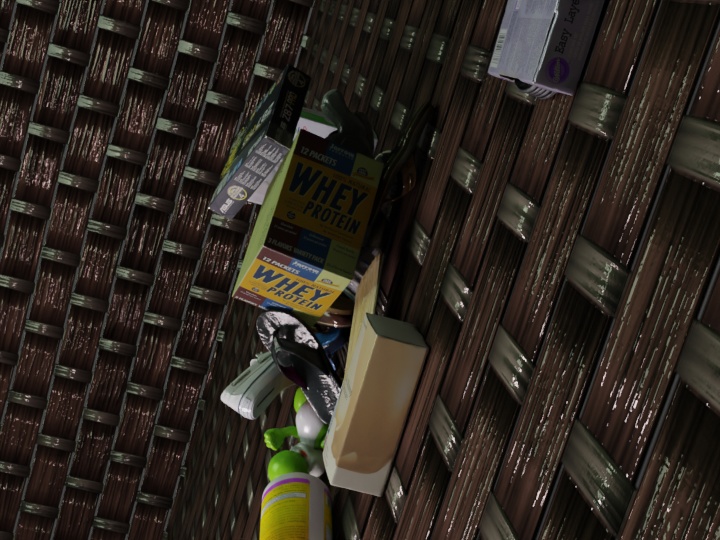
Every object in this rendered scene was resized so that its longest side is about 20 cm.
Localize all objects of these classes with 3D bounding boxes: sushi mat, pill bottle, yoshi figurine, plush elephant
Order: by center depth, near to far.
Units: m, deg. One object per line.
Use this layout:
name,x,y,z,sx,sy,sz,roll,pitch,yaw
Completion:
sushi mat,0.003,0.079,1.583,0.096,0.012,0.202,122,161,-53
pill bottle,-0.090,0.384,1.592,0.201,0.103,0.105,-93,21,-57
yoshi figurine,-0.087,0.254,1.748,0.112,0.111,0.202,-159,81,-72
plush elephant,-0.026,-0.161,1.839,0.165,0.199,0.155,-54,-9,-20

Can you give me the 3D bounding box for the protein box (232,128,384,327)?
protein box,-0.078,-0.057,1.671,0.200,0.134,0.200,130,158,-61

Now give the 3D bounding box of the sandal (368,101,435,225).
sandal,0.062,-0.150,1.674,0.201,0.054,0.082,-60,11,1

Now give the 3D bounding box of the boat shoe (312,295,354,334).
boat shoe,-0.068,0.067,1.846,0.200,0.070,0.071,23,108,60

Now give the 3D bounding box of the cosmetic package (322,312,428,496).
cosmetic package,0.016,0.166,1.436,0.105,0.070,0.202,-123,48,-75

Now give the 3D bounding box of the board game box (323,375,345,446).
board game box,-0.002,0.180,1.597,0.126,0.034,0.202,-121,47,-73

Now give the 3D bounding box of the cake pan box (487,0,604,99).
cake pan box,0.198,-0.279,1.173,0.184,0.052,0.202,-122,48,-77

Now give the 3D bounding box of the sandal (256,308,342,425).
sandal,-0.082,0.140,1.679,0.075,0.201,0.048,-38,0,23

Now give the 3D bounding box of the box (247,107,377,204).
box,-0.089,-0.195,2.076,0.097,0.198,0.178,-107,34,-67

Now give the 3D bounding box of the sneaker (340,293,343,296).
sneaker,-0.055,0.031,1.949,0.105,0.074,0.202,-101,25,-60

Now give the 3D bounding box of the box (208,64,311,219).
box,-0.152,-0.193,1.741,0.200,0.049,0.162,-43,27,46

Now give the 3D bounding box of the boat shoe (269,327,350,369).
boat shoe,-0.076,0.131,1.916,0.199,0.069,0.085,-23,35,48

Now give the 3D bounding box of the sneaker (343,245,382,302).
sneaker,0.000,0.000,1.783,0.082,0.075,0.200,-51,10,-6

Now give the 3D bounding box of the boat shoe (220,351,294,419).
boat shoe,-0.140,0.151,1.772,0.200,0.066,0.074,-39,-34,-52
